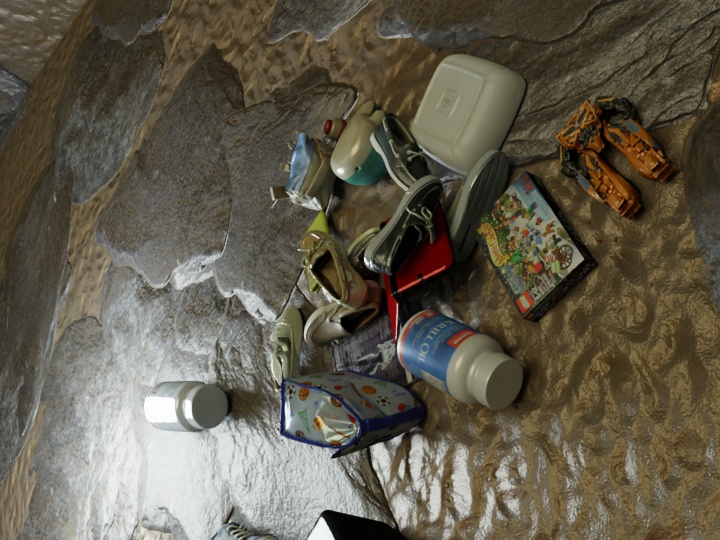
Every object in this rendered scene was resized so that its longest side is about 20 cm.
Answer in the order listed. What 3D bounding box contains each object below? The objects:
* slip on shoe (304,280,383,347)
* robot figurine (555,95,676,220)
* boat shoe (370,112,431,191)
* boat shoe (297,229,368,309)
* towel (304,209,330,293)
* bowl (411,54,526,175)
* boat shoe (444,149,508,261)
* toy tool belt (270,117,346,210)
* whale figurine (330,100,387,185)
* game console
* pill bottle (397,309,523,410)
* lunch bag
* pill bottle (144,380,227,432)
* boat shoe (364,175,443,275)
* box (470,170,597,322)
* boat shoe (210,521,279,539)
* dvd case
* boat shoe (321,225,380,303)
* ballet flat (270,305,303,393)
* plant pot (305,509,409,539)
[{"bbox_3d":[-0.033,0.097,1.627,0.199,0.076,0.061,-36,42,27],"label":"slip on shoe"},{"bbox_3d":[0.366,-0.176,1.270,0.145,0.058,0.201,-52,45,22],"label":"robot figurine"},{"bbox_3d":[0.080,-0.205,1.529,0.201,0.075,0.061,55,128,34],"label":"boat shoe"},{"bbox_3d":[-0.059,-0.009,1.589,0.200,0.062,0.074,48,113,36],"label":"boat shoe"},{"bbox_3d":[-0.082,-0.042,1.728,0.086,0.018,0.201,-53,26,23],"label":"towel"},{"bbox_3d":[0.176,-0.283,1.518,0.200,0.074,0.201,37,106,47],"label":"bowl"},{"bbox_3d":[0.183,-0.115,1.453,0.062,0.071,0.202,43,112,55],"label":"boat shoe"},{"bbox_3d":[-0.108,-0.229,1.764,0.125,0.122,0.202,179,105,-76],"label":"toy tool belt"},{"bbox_3d":[0.014,-0.249,1.694,0.159,0.103,0.201,-46,23,33],"label":"whale figurine"},{"bbox_3d":[0.097,-0.001,1.491,0.171,0.119,0.201,-28,37,15],"label":"game console"},{"bbox_3d":[0.158,0.143,1.358,0.199,0.112,0.113,23,95,50],"label":"pill bottle"},{"bbox_3d":[-0.014,0.244,1.463,0.199,0.169,0.126,3,95,43],"label":"lunch bag"},{"bbox_3d":[-0.392,0.306,1.936,0.199,0.113,0.115,-9,70,48],"label":"pill bottle"},{"bbox_3d":[0.088,-0.074,1.414,0.068,0.074,0.200,20,58,41],"label":"boat shoe"},{"bbox_3d":[0.267,-0.039,1.352,0.137,0.037,0.201,-48,46,27],"label":"box"},{"bbox_3d":[-0.236,0.536,1.703,0.200,0.074,0.094,-38,58,35],"label":"boat shoe"},{"bbox_3d":[0.024,0.170,1.578,0.199,0.016,0.150,-36,52,37],"label":"dvd case"},{"bbox_3d":[-0.001,0.000,1.630,0.201,0.071,0.066,-50,50,33],"label":"boat shoe"},{"bbox_3d":[-0.153,0.161,1.748,0.069,0.069,0.202,-27,57,40],"label":"ballet flat"},{"bbox_3d":[-0.008,0.501,1.375,0.201,0.198,0.178,-61,30,14],"label":"plant pot"}]
